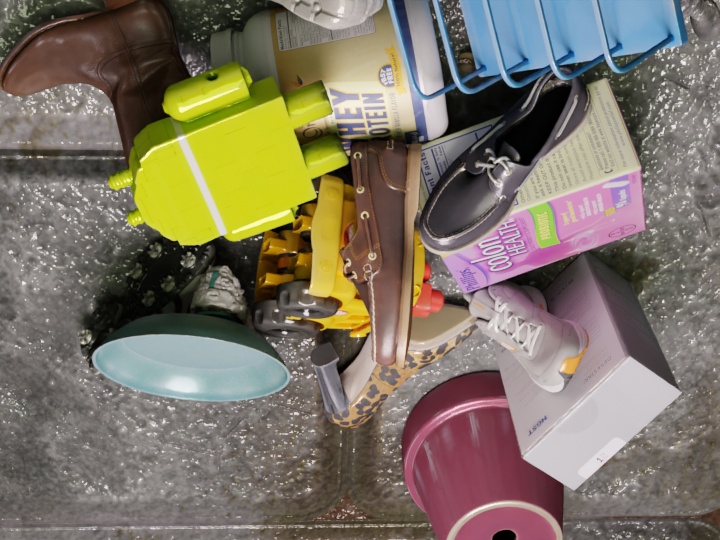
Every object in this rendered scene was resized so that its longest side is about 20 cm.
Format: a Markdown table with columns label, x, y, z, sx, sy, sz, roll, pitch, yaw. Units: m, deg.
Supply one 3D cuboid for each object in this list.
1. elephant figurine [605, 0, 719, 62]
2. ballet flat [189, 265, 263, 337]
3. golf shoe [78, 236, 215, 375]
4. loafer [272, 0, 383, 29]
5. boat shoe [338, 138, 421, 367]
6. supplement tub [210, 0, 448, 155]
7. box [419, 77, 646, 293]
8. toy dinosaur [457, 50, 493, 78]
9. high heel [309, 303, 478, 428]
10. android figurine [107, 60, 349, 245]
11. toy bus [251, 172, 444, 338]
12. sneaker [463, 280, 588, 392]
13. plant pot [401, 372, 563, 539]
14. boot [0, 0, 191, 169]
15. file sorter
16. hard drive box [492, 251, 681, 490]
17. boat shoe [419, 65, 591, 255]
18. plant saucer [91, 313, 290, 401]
| label | x | y | z | sx | sy | sz | roll | pitch | yaw |
| --- | --- | --- | --- | --- | --- | --- | --- | --- | --- |
| elephant figurine | 0.250 | -0.248 | 1.032 | 0.141 | 0.200 | 0.155 | -42 | 117 | 14 |
| ballet flat | -0.135 | 0.055 | 1.266 | 0.071 | 0.072 | 0.200 | -4 | 153 | -1 |
| golf shoe | -0.212 | 0.037 | 1.270 | 0.200 | 0.077 | 0.088 | -44 | 138 | 20 |
| loafer | -0.066 | -0.267 | 1.043 | 0.200 | 0.070 | 0.070 | 38 | 122 | 25 |
| boat shoe | 0.016 | -0.016 | 1.052 | 0.070 | 0.070 | 0.201 | 3 | 79 | -1 |
| supplement tub | -0.028 | -0.175 | 1.097 | 0.199 | 0.145 | 0.145 | -11 | 121 | 3 |
| box | 0.163 | -0.074 | 1.148 | 0.199 | 0.097 | 0.176 | -19 | 160 | 8 |
| toy dinosaur | 0.154 | -0.234 | 1.091 | 0.047 | 0.200 | 0.089 | -16 | 94 | -28 |
| high heel | 0.047 | 0.108 | 1.335 | 0.199 | 0.072 | 0.143 | -17 | 139 | -3 |
| android figurine | -0.113 | -0.091 | 1.018 | 0.199 | 0.041 | 0.182 | -22 | 139 | -1 |
| toy bus | 0.000 | 0.000 | 1.174 | 0.191 | 0.137 | 0.200 | 12 | 163 | -16 |
| sneaker | 0.158 | 0.058 | 1.216 | 0.092 | 0.200 | 0.076 | 24 | 99 | -19 |
| plant pot | 0.148 | 0.246 | 1.344 | 0.199 | 0.179 | 0.201 | -1 | 122 | -2 |
| boot | -0.227 | -0.141 | 1.081 | 0.186 | 0.201 | 0.064 | -29 | 161 | 13 |
| file sorter | 0.133 | -0.221 | 0.960 | 0.199 | 0.123 | 0.140 | -1 | 112 | 42 |
| hard drive box | 0.228 | 0.099 | 1.247 | 0.077 | 0.200 | 0.156 | 33 | 115 | -21 |
| boat shoe | 0.120 | -0.099 | 1.036 | 0.200 | 0.073 | 0.063 | -45 | 158 | -4 |
| plant saucer | -0.169 | 0.086 | 1.209 | 0.199 | 0.036 | 0.200 | 3 | 156 | 1 |
